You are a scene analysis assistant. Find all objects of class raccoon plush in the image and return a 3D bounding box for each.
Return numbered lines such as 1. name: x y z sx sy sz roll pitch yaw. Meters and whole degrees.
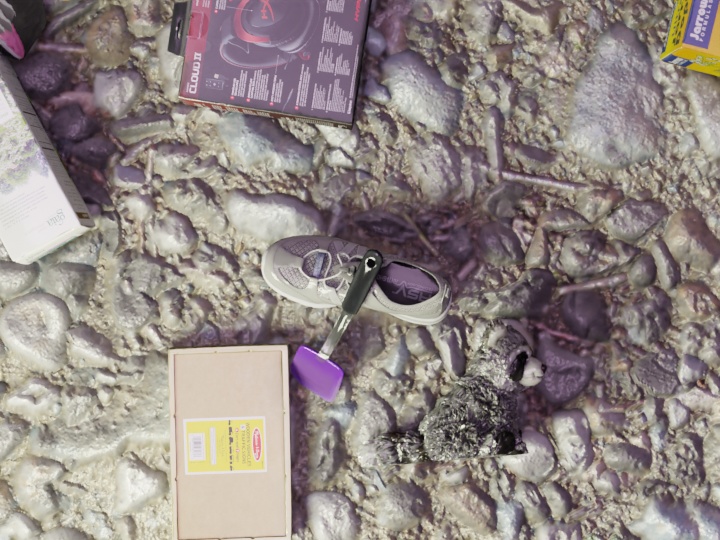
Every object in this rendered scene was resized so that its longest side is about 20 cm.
1. raccoon plush: 0.089 0.123 1.596 0.197 0.097 0.136 -5 83 0

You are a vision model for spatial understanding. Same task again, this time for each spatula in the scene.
1. spatula: -0.020 0.053 1.569 0.056 0.021 0.201 31 125 7

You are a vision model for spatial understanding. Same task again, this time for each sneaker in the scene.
1. sneaker: -0.400 -0.298 1.597 0.201 0.086 0.080 55 51 -16
2. sneaker: 0.000 0.000 1.588 0.198 0.082 0.076 10 76 -4

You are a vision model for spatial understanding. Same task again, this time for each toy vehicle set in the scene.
1. toy vehicle set: -0.133 0.177 1.622 0.123 0.027 0.203 -1 91 -1

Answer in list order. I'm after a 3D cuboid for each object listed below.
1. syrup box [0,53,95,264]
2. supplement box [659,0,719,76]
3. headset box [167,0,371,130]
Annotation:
1. syrup box: -0.350 -0.113 1.590 0.078 0.081 0.201 -28 91 2
2. supplement box: 0.414 -0.243 1.581 0.198 0.110 0.110 14 90 0
3. headset box: -0.094 -0.231 1.594 0.198 0.075 0.150 8 90 -1
